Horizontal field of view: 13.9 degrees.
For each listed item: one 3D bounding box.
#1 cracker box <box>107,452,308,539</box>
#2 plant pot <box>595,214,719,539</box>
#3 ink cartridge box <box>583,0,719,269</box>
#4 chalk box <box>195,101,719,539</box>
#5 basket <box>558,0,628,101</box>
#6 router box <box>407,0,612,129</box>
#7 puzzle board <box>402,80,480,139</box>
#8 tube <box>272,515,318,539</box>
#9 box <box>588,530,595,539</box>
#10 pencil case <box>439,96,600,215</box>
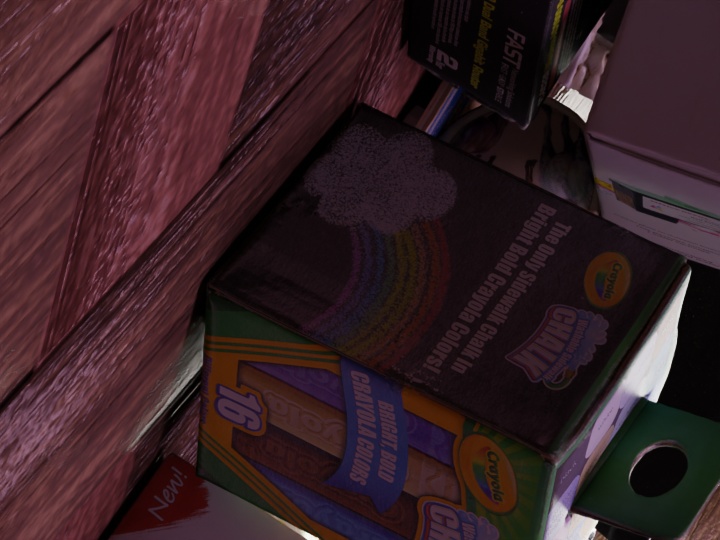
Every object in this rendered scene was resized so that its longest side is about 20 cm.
[{"bbox_3d":[-0.033,0.185,1.207,0.134,0.199,0.058,-55,168,-18],"label":"cracker box"},{"bbox_3d":[0.138,0.028,1.640,0.200,0.177,0.200,-57,170,-4],"label":"plant pot"},{"bbox_3d":[0.155,-0.088,1.218,0.200,0.084,0.145,53,56,-79],"label":"ink cartridge box"},{"bbox_3d":[0.050,0.049,1.176,0.125,0.199,0.124,-51,160,-37],"label":"chalk box"},{"bbox_3d":[0.199,-0.169,1.507,0.200,0.123,0.136,-53,170,-32],"label":"basket"},{"bbox_3d":[0.085,-0.164,1.146,0.150,0.062,0.200,-56,170,-18],"label":"router box"},{"bbox_3d":[0.000,0.000,1.354,0.201,0.017,0.151,-59,169,-1],"label":"puzzle board"},{"bbox_3d":[-0.077,0.172,1.364,0.200,0.052,0.058,-52,-168,-25],"label":"tube"},{"bbox_3d":[0.104,0.146,1.991,0.197,0.117,0.200,-61,171,14],"label":"box"},{"bbox_3d":[0.059,0.005,1.374,0.200,0.077,0.090,103,3,-59],"label":"pencil case"}]
